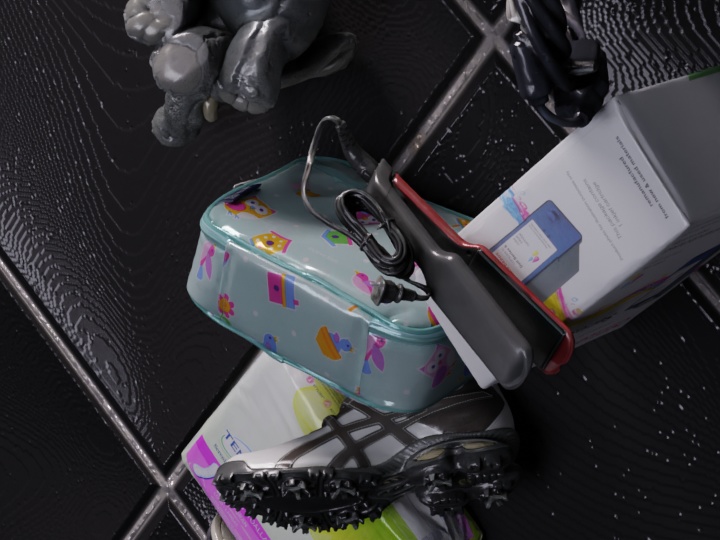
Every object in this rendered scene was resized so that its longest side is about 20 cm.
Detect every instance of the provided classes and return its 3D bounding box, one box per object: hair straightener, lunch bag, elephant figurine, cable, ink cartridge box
[{"bbox_3d":[0.032,-0.011,1.466,0.200,0.077,0.041,51,133,18],"label":"hair straightener"},{"bbox_3d":[0.000,0.000,1.653,0.200,0.160,0.077,29,127,26],"label":"lunch bag"},{"bbox_3d":[-0.076,-0.160,1.699,0.155,0.200,0.142,3,84,9],"label":"elephant figurine"},{"bbox_3d":[0.089,-0.174,1.432,0.051,0.200,0.163,-19,116,14],"label":"cable"},{"bbox_3d":[0.149,-0.028,1.509,0.200,0.145,0.088,-39,76,43],"label":"ink cartridge box"}]

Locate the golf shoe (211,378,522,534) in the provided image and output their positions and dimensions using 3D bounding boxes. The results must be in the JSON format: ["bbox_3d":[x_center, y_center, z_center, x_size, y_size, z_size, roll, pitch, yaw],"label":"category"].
[{"bbox_3d":[0.003,0.113,1.693,0.078,0.200,0.095,83,-177,-58],"label":"golf shoe"}]

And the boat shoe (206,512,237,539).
[{"bbox_3d":[-0.057,0.264,1.855,0.063,0.073,0.200,-41,81,40],"label":"boat shoe"}]

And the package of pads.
[{"bbox_3d":[-0.022,0.153,1.785,0.200,0.068,0.155,53,133,15],"label":"package of pads"}]
